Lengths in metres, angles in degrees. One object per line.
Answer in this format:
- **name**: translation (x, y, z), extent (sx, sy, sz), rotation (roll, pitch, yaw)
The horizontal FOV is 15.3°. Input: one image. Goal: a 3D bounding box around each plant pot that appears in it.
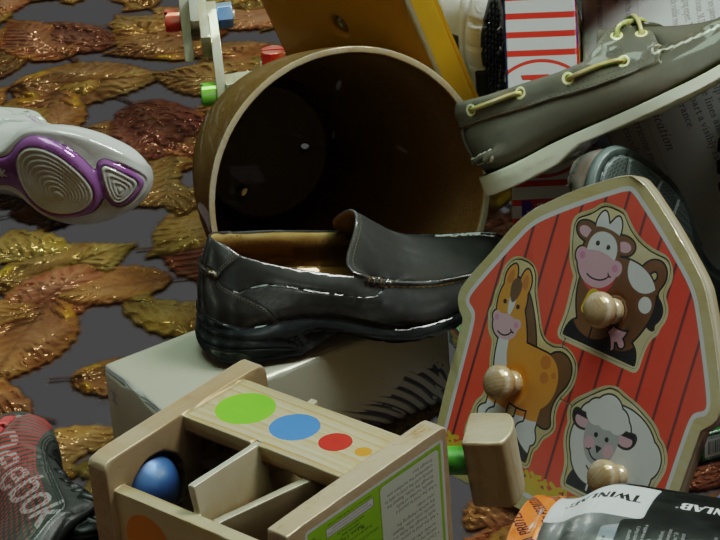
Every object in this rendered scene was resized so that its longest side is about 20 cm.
- **plant pot**: translation (-0.038, -0.065, 1.760), extent (0.185, 0.188, 0.200), rotation (-14, 15, -17)

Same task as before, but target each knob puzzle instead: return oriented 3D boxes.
- **knob puzzle**: translation (0.121, 0.043, 1.488), extent (0.030, 0.221, 0.219), rotation (5, 14, -46)

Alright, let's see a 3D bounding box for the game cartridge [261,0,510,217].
- **game cartridge**: translation (0.015, -0.132, 1.798), extent (0.032, 0.201, 0.176), rotation (-40, 30, -24)

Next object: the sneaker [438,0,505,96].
- **sneaker**: translation (0.064, -0.135, 1.823), extent (0.080, 0.201, 0.074), rotation (21, 47, 20)

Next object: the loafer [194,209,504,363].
- **loafer**: translation (0.000, 0.000, 1.571), extent (0.199, 0.073, 0.073), rotation (-12, 31, -17)

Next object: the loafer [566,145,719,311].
- **loafer**: translation (0.171, 0.002, 1.583), extent (0.063, 0.200, 0.072), rotation (4, 55, 47)

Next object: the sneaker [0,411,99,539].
- **sneaker**: translation (-0.175, 0.143, 1.470), extent (0.097, 0.071, 0.201), rotation (-10, 30, 7)

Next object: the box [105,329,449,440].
- **box**: translation (-0.047, 0.066, 1.604), extent (0.199, 0.069, 0.082), rotation (-21, 32, -27)

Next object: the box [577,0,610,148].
- **box**: translation (0.128, -0.173, 1.920), extent (0.199, 0.051, 0.158), rotation (34, 21, -17)

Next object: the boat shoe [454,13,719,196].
- **boat shoe**: translation (0.148, -0.111, 1.546), extent (0.201, 0.061, 0.072), rotation (-27, -1, 18)

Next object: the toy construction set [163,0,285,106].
- **toy construction set**: translation (-0.048, -0.162, 1.964), extent (0.199, 0.132, 0.092), rotation (0, 27, 9)

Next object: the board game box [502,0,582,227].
- **board game box**: translation (0.119, -0.088, 1.695), extent (0.046, 0.153, 0.200), rotation (-2, -1, 6)

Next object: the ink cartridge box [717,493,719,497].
- **ink cartridge box**: translation (0.316, 0.100, 1.510), extent (0.197, 0.047, 0.200), rotation (12, 30, 29)

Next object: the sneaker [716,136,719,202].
- **sneaker**: translation (0.255, -0.037, 1.553), extent (0.085, 0.201, 0.078), rotation (-2, 4, -9)

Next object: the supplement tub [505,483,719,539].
- **supplement tub**: translation (0.172, 0.172, 1.312), extent (0.199, 0.123, 0.123), rotation (8, 31, 22)

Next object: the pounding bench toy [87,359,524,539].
- **pounding bench toy**: translation (-0.027, 0.125, 1.430), extent (0.155, 0.125, 0.200), rotation (18, 35, 37)

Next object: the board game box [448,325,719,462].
- **board game box**: translation (0.136, 0.068, 1.622), extent (0.104, 0.024, 0.200), rotation (-11, 29, -17)

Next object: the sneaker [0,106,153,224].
- **sneaker**: translation (-0.232, -0.088, 1.914), extent (0.199, 0.075, 0.100), rotation (8, 32, 22)

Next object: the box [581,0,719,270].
- **box**: translation (0.234, -0.096, 1.694), extent (0.130, 0.200, 0.200), rotation (-20, 25, 14)
